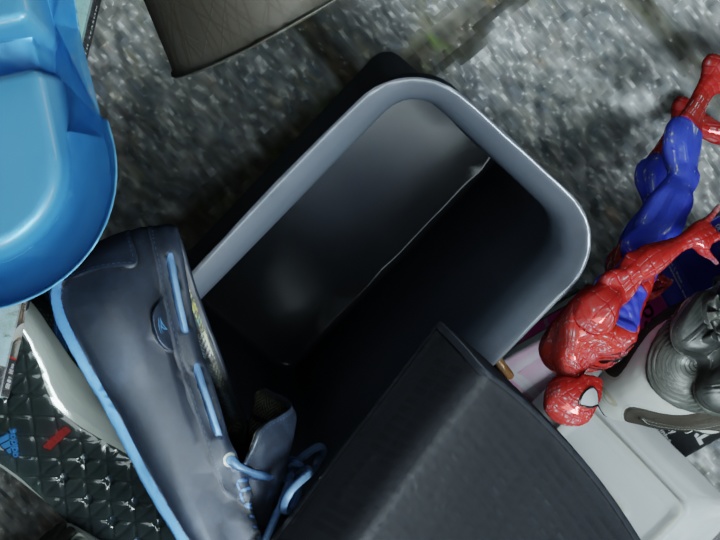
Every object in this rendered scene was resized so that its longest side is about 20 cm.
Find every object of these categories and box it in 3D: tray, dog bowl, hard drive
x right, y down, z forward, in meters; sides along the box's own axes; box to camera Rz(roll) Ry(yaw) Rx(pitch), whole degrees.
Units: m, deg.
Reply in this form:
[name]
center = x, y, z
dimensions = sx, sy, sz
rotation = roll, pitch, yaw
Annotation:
[tray]
center = 0.071, 0.143, 1.041
dimensions = 0.200, 0.022, 0.107
rotation = -43, 80, -7
[dog bowl]
center = -0.158, -0.077, 0.881
dimensions = 0.111, 0.050, 0.200
rotation = -13, 79, -1
[hard drive]
center = 0.058, 0.132, 0.951
dimensions = 0.135, 0.042, 0.200
rotation = -51, 127, -18

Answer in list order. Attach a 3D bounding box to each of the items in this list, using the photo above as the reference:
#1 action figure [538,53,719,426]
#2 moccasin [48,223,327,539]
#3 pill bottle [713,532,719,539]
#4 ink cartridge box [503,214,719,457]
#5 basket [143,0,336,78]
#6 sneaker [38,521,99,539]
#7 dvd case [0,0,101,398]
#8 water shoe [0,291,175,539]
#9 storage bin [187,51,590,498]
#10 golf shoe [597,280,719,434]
[action figure]
center = 0.128, -0.009, 0.989
dimensions = 0.052, 0.200, 0.065
rotation = 36, 148, -2
[moccasin]
center = -0.056, 0.074, 0.919
dimensions = 0.068, 0.080, 0.200
rotation = -28, 110, 2
[pill bottle]
center = 0.132, 0.217, 1.116
dimensions = 0.104, 0.104, 0.200
rotation = 17, 108, -11
[ink cartridge box]
center = 0.116, 0.062, 1.096
dimensions = 0.200, 0.037, 0.095
rotation = -30, 109, 5
[basket]
center = -0.055, -0.212, 0.928
dimensions = 0.180, 0.136, 0.200
rotation = -37, 105, -26
[sneaker]
center = -0.146, 0.194, 1.008
dimensions = 0.085, 0.077, 0.200
rotation = 32, 135, -13
[dvd case]
center = -0.194, -0.059, 0.920
dimensions = 0.146, 0.022, 0.200
rotation = 13, 85, 0
[water shoe]
center = -0.143, 0.047, 0.988
dimensions = 0.071, 0.079, 0.200
rotation = -34, 107, 21
[storage bin]
center = 0.000, 0.000, 1.009
dimensions = 0.146, 0.134, 0.200
rotation = 41, 103, -16
[golf shoe]
center = 0.190, 0.033, 1.051
dimensions = 0.094, 0.200, 0.078
rotation = -27, 74, 45
